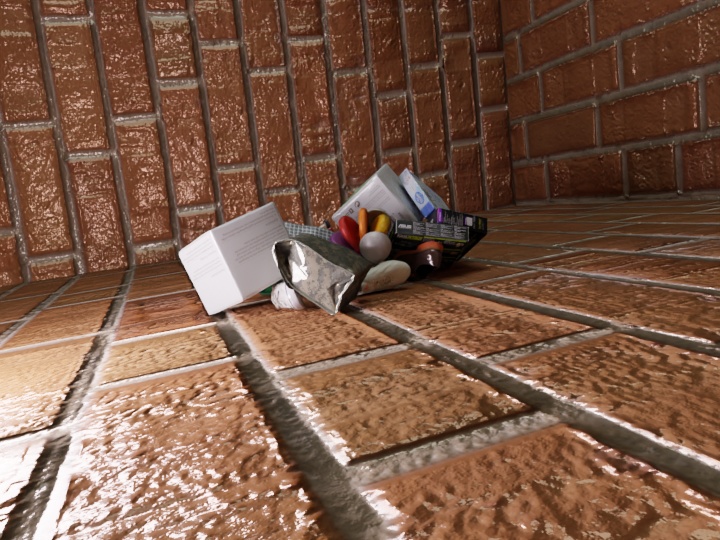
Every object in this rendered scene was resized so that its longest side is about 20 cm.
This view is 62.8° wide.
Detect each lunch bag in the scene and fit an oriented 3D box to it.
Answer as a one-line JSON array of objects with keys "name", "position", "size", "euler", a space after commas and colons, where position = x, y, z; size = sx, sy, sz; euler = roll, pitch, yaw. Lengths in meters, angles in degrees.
[{"name": "lunch bag", "position": [-0.094, -0.009, 1.310], "size": [0.197, 0.120, 0.164], "euler": [32, 15, 8]}]

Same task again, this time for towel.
[{"name": "towel", "position": [-0.156, -0.050, 1.612], "size": [0.194, 0.087, 0.168], "euler": [13, 43, -13]}]

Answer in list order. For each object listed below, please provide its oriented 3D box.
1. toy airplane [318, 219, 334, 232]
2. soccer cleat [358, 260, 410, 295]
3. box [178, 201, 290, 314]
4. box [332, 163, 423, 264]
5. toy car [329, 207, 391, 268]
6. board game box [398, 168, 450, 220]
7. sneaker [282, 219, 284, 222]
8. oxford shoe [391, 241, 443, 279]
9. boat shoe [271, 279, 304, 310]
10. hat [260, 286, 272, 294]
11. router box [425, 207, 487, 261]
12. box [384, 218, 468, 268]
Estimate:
[{"name": "toy airplane", "position": [-0.091, -0.050, 1.853], "size": [0.141, 0.202, 0.197], "euler": [45, 26, 20]}, {"name": "soccer cleat", "position": [0.027, 0.025, 1.437], "size": [0.194, 0.071, 0.078], "euler": [-11, 17, 8]}, {"name": "box", "position": [-0.285, -0.027, 1.411], "size": [0.197, 0.175, 0.198], "euler": [-32, 7, -40]}, {"name": "box", "position": [0.060, -0.169, 1.771], "size": [0.198, 0.201, 0.172], "euler": [-40, 6, 24]}, {"name": "toy car", "position": [-0.006, -0.071, 1.534], "size": [0.146, 0.203, 0.177], "euler": [19, 33, -11]}, {"name": "board game box", "position": [0.217, -0.186, 1.739], "size": [0.043, 0.201, 0.198], "euler": [-42, -45, 17]}, {"name": "sneaker", "position": [-0.279, -0.087, 1.581], "size": [0.196, 0.082, 0.075], "euler": [-13, 29, 36]}, {"name": "oxford shoe", "position": [0.138, -0.011, 1.558], "size": [0.070, 0.075, 0.198], "euler": [20, -29, -29]}, {"name": "boat shoe", "position": [-0.177, 0.057, 1.372], "size": [0.064, 0.073, 0.200], "euler": [-27, 17, -6]}, {"name": "hat", "position": [-0.226, -0.035, 1.653], "size": [0.196, 0.182, 0.164], "euler": [-12, 7, -32]}, {"name": "router box", "position": [0.244, -0.095, 1.634], "size": [0.145, 0.053, 0.200], "euler": [10, -23, -12]}, {"name": "box", "position": [0.171, -0.068, 1.579], "size": [0.193, 0.049, 0.194], "euler": [6, -24, -5]}]
